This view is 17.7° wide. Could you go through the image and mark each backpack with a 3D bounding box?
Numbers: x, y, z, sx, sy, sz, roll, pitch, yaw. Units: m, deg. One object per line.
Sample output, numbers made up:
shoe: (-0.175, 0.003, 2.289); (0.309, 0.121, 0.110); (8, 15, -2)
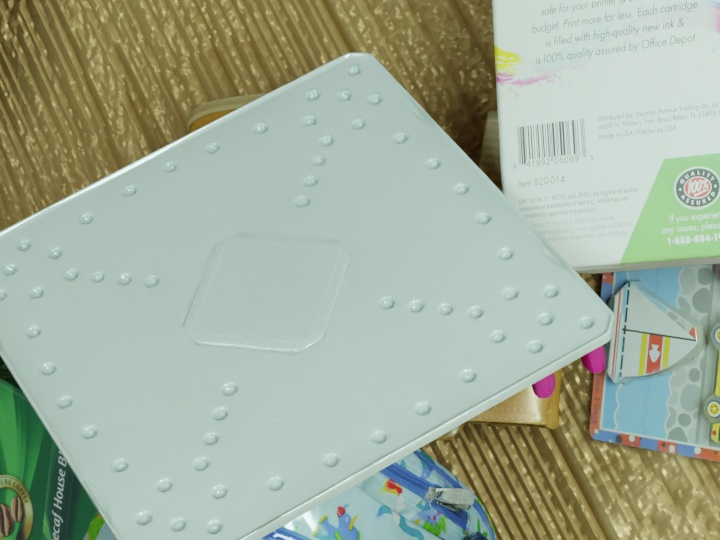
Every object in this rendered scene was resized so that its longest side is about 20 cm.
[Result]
backpack: (-0.029, 0.117, 0.963); (0.163, 0.200, 0.154); (16, 90, 36)

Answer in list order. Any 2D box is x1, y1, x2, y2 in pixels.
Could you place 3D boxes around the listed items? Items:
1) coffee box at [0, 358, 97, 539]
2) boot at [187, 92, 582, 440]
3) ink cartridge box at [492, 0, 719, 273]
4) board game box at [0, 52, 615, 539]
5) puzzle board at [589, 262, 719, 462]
coffee box: (-0.172, 0.115, 1.166); (0.200, 0.044, 0.123); (27, 107, 34)
boot: (0.001, 0.000, 1.012); (0.201, 0.071, 0.145); (6, 83, 28)
ink cartridge box: (0.116, -0.102, 0.917); (0.117, 0.067, 0.201); (-4, 87, 36)
board game box: (-0.034, 0.016, 0.901); (0.200, 0.200, 0.026); (50, 162, 41)
puzzle board: (0.164, -0.020, 0.933); (0.150, 0.017, 0.201); (7, 94, 36)
